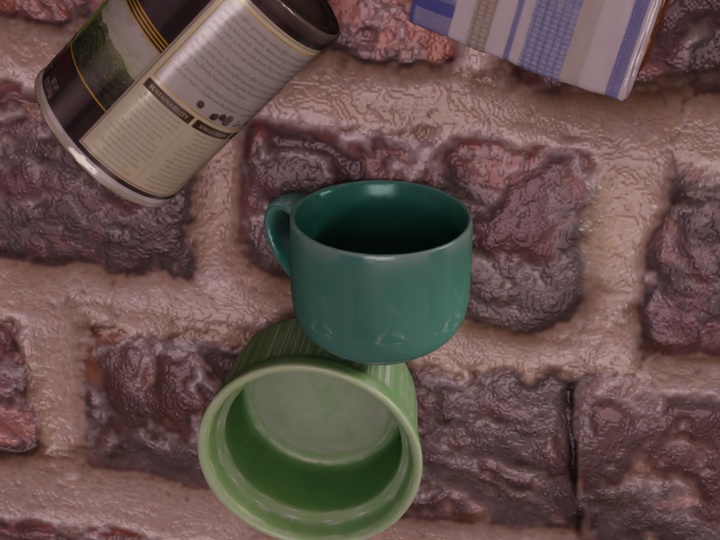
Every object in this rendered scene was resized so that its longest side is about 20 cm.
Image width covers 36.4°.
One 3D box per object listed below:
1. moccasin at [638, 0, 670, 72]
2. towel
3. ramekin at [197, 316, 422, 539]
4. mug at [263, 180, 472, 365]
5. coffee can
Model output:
[{"bbox_3d":[0.233,-0.241,0.828,0.077,0.074,0.204,17,110,-14],"label":"moccasin"},{"bbox_3d":[0.137,-0.228,0.829,0.198,0.024,0.149,25,115,24],"label":"towel"},{"bbox_3d":[-0.039,0.139,0.980,0.196,0.098,0.203,3,121,6],"label":"ramekin"},{"bbox_3d":[0.011,0.000,0.918,0.149,0.185,0.116,-9,117,-17],"label":"mug"},{"bbox_3d":[-0.135,-0.169,0.852,0.199,0.147,0.146,-41,103,19],"label":"coffee can"}]
